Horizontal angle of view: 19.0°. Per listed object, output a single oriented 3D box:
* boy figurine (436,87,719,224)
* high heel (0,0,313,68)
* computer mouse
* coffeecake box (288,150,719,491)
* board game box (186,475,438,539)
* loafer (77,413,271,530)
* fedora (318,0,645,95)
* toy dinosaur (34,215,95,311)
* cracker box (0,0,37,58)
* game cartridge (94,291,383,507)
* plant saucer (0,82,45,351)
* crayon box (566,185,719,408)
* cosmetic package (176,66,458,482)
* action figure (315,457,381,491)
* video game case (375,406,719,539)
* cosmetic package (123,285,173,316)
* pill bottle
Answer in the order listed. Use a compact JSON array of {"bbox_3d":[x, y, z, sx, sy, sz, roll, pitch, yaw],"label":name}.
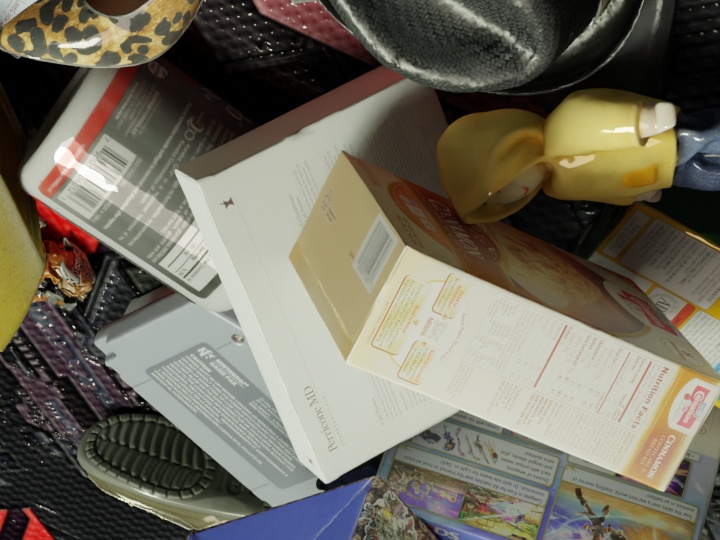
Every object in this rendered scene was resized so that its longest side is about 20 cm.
[{"bbox_3d":[0.141,-0.061,1.151,0.199,0.065,0.124,-2,163,-3],"label":"boy figurine"},{"bbox_3d":[-0.115,-0.188,1.168,0.199,0.072,0.143,-16,140,-2],"label":"high heel"},{"bbox_3d":[0.121,-0.143,1.156,0.138,0.053,0.201,8,138,16],"label":"computer mouse"},{"bbox_3d":[0.076,0.026,1.168,0.199,0.154,0.073,23,104,-21],"label":"coffeecake box"},{"bbox_3d":[-0.003,0.240,1.311,0.159,0.097,0.200,-21,123,36],"label":"board game box"},{"bbox_3d":[-0.118,0.169,1.599,0.199,0.075,0.070,20,136,4],"label":"loafer"},{"bbox_3d":[0.045,-0.154,1.087,0.199,0.092,0.202,10,126,13],"label":"fedora"},{"bbox_3d":[-0.286,-0.015,1.470,0.200,0.102,0.136,35,130,-6],"label":"toy dinosaur"},{"bbox_3d":[-0.244,-0.227,1.232,0.200,0.058,0.134,34,139,-12],"label":"cracker box"},{"bbox_3d":[-0.067,0.085,1.434,0.133,0.041,0.200,-21,124,44],"label":"game cartridge"},{"bbox_3d":[-0.244,-0.086,1.314,0.048,0.201,0.201,-19,132,1],"label":"plant saucer"},{"bbox_3d":[0.226,0.023,1.292,0.199,0.052,0.126,29,140,-6],"label":"crayon box"},{"bbox_3d":[0.000,0.000,1.261,0.052,0.150,0.201,25,140,65],"label":"cosmetic package"},{"bbox_3d":[0.068,0.175,1.407,0.200,0.193,0.105,51,171,-3],"label":"action figure"},{"bbox_3d":[0.121,0.112,1.337,0.199,0.182,0.046,18,142,7],"label":"video game case"},{"bbox_3d":[-0.053,0.077,1.486,0.200,0.052,0.150,43,139,-23],"label":"cosmetic package"},{"bbox_3d":[-0.100,-0.047,1.319,0.200,0.116,0.116,34,139,-14],"label":"pill bottle"}]
